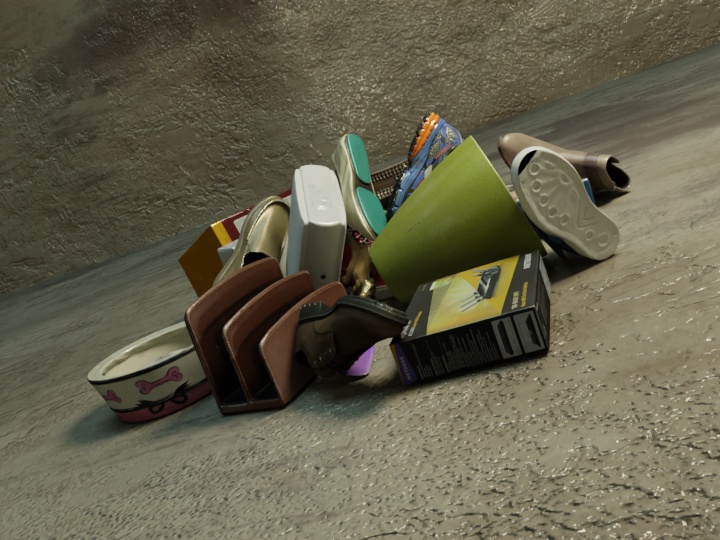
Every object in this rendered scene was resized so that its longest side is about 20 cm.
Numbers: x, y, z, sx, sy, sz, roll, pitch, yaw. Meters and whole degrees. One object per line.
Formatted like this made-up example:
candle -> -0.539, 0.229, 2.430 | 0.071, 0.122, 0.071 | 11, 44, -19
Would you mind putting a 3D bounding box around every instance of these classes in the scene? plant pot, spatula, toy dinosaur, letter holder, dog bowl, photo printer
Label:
plant pot -> 0.117, -0.047, 1.074 | 0.199, 0.188, 0.187 | -33, 10, 10
spatula -> 0.000, 0.086, 0.996 | 0.056, 0.021, 0.200 | 1, 14, 11
toy dinosaur -> 0.000, 0.000, 1.153 | 0.058, 0.102, 0.201 | -1, 35, -15
letter holder -> -0.105, 0.063, 0.986 | 0.100, 0.143, 0.200 | -12, 14, 32
dog bowl -> -0.266, 0.136, 1.096 | 0.199, 0.074, 0.200 | -20, 12, 5
photo printer -> -0.069, -0.027, 1.155 | 0.069, 0.201, 0.167 | 1, 36, -11

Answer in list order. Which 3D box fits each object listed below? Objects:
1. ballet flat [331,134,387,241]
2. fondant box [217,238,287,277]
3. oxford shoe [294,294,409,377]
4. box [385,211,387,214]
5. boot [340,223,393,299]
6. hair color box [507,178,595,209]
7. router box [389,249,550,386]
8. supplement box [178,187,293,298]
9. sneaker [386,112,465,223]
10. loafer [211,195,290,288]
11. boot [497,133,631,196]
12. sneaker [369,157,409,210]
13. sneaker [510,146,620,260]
ballet flat -> -0.008, -0.112, 1.180 | 0.069, 0.070, 0.201 | -18, 56, 10
fondant box -> -0.116, -0.008, 1.302 | 0.199, 0.145, 0.058 | -29, 14, -35
oxford shoe -> -0.012, 0.076, 0.858 | 0.200, 0.072, 0.085 | -22, 49, 60
box -> 0.102, -0.060, 1.277 | 0.112, 0.102, 0.199 | -31, 16, -39
boot -> 0.011, -0.034, 1.214 | 0.072, 0.145, 0.199 | -28, 16, -40
hair color box -> 0.268, -0.098, 1.274 | 0.100, 0.061, 0.200 | -25, 13, -24
router box -> 0.129, 0.048, 0.885 | 0.156, 0.053, 0.200 | -18, 13, 18
supplement box -> -0.186, -0.029, 1.425 | 0.199, 0.133, 0.197 | -28, -2, -33
sneaker -> 0.093, -0.123, 1.151 | 0.078, 0.201, 0.075 | 21, 7, -3
loafer -> -0.149, -0.025, 1.193 | 0.067, 0.076, 0.201 | 0, 58, 44
boot -> 0.333, -0.171, 1.271 | 0.199, 0.071, 0.146 | 16, -3, -40
sneaker -> 0.071, -0.134, 1.245 | 0.198, 0.071, 0.076 | -9, -6, 11
sneaker -> 0.228, -0.093, 1.011 | 0.081, 0.200, 0.146 | -52, 29, 2
